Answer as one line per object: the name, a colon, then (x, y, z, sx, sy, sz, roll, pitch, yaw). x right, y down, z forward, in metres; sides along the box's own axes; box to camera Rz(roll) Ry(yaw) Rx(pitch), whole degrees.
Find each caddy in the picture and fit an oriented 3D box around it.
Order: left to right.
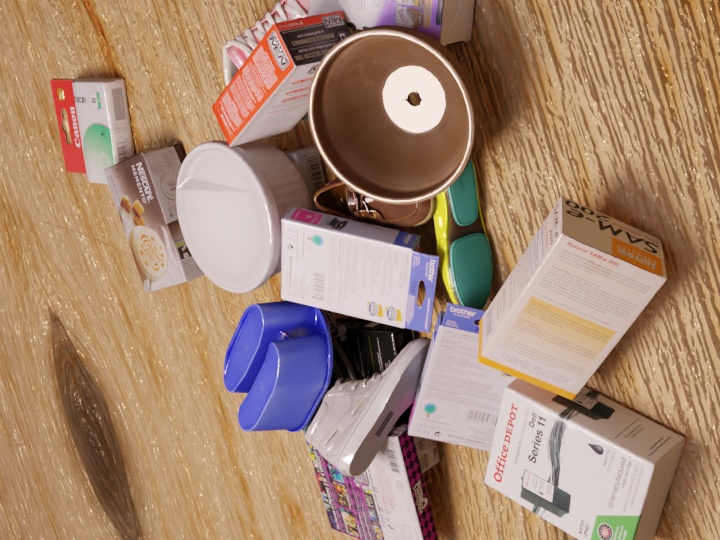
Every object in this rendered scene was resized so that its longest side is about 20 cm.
caddy: (-0.100, 0.126, 1.431, 0.142, 0.104, 0.201, 63, 141, 34)

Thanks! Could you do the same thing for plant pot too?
plant pot: (0.048, -0.185, 1.238, 0.199, 0.093, 0.202, 11, 119, 20)

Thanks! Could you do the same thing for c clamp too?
c clamp: (-0.067, 0.126, 1.492, 0.200, 0.027, 0.172, -35, 83, 48)

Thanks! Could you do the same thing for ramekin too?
ramekin: (-0.149, -0.080, 1.443, 0.201, 0.094, 0.204, 20, 120, 40)

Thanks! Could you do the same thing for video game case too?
video game case: (0.011, 0.283, 1.466, 0.180, 0.036, 0.202, 6, 120, 41)

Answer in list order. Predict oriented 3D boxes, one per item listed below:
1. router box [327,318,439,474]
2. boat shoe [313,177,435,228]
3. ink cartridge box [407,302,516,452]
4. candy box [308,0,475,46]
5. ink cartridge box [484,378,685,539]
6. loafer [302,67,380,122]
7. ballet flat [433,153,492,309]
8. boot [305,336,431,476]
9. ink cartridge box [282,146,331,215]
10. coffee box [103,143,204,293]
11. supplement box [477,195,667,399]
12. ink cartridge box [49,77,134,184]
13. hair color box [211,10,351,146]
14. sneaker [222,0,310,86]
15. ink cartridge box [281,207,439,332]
router box: (0.021, 0.168, 1.470, 0.148, 0.051, 0.202, 1, 106, 44)
boat shoe: (0.015, -0.085, 1.343, 0.199, 0.067, 0.073, 8, 107, 54)
ink cartridge box: (0.137, 0.126, 1.321, 0.118, 0.042, 0.201, 12, 122, -2)
candy box: (0.037, -0.361, 1.247, 0.199, 0.071, 0.169, 21, 119, 34)
ink cartridge box: (0.254, 0.221, 1.259, 0.199, 0.083, 0.148, 26, 121, 33)
loafer: (-0.025, -0.236, 1.354, 0.199, 0.063, 0.072, -21, 92, 44)
ballet flat: (0.116, -0.049, 1.307, 0.067, 0.066, 0.202, 11, 111, 62)
boot: (0.008, 0.153, 1.369, 0.095, 0.074, 0.201, 31, 82, 33)
ink cartridge box: (-0.121, -0.081, 1.518, 0.199, 0.047, 0.162, 0, 106, 48)
coffee box: (-0.300, -0.079, 1.649, 0.114, 0.079, 0.202, -12, 97, 44)
supplement box: (0.226, 0.033, 1.185, 0.125, 0.074, 0.201, 23, 127, -9)
ink cartridge box: (-0.445, -0.227, 1.749, 0.199, 0.050, 0.162, 7, 110, 38)
hair color box: (-0.094, -0.229, 1.315, 0.200, 0.101, 0.062, -36, 77, 53)
sneaker: (-0.108, -0.295, 1.380, 0.076, 0.104, 0.200, 53, 131, 16)
ink cartridge box: (0.000, 0.000, 1.338, 0.198, 0.042, 0.120, 14, 126, 14)
